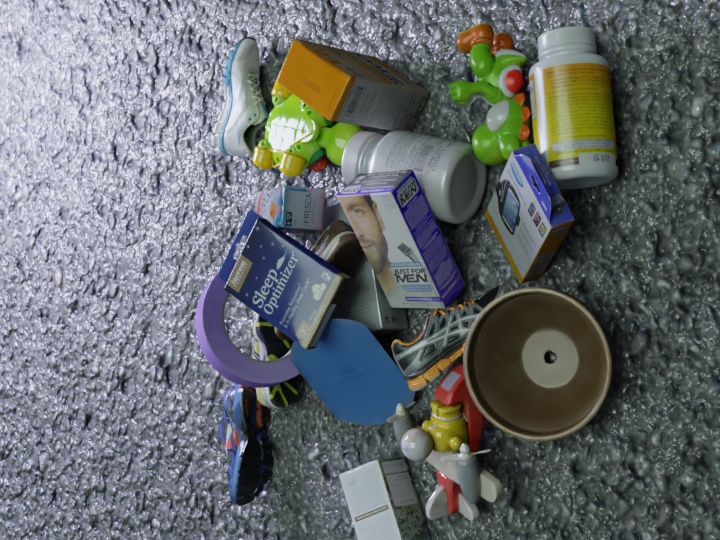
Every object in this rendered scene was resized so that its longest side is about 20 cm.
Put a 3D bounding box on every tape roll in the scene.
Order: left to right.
[{"bbox_3d":[-0.153,0.077,1.804,0.066,0.197,0.203,147,116,-68],"label":"tape roll"}]

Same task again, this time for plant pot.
[{"bbox_3d":[0.244,0.120,1.561,0.198,0.093,0.204,1,94,22],"label":"plant pot"}]

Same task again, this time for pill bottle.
[{"bbox_3d":[0.075,-0.143,1.702,0.198,0.114,0.116,16,97,36],"label":"pill bottle"},{"bbox_3d":[0.282,-0.216,1.557,0.108,0.109,0.203,-8,83,35],"label":"pill bottle"}]

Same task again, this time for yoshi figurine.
[{"bbox_3d":[0.181,-0.231,1.628,0.111,0.112,0.203,-10,68,1],"label":"yoshi figurine"}]

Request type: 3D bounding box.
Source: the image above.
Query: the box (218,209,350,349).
[{"bbox_3d":[-0.121,0.010,1.703,0.199,0.032,0.122,34,106,23],"label":"box"}]

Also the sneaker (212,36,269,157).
[{"bbox_3d":[-0.182,-0.282,1.936,0.086,0.075,0.203,16,104,28],"label":"sneaker"}]

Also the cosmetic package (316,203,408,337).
[{"bbox_3d":[0.000,0.000,1.774,0.101,0.071,0.203,-16,78,37],"label":"cosmetic package"}]

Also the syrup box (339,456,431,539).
[{"bbox_3d":[0.046,0.382,1.711,0.081,0.078,0.202,-26,72,32],"label":"syrup box"}]

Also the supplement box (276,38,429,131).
[{"bbox_3d":[-0.008,-0.270,1.718,0.126,0.199,0.074,38,112,30],"label":"supplement box"}]

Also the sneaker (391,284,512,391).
[{"bbox_3d":[0.130,0.080,1.628,0.199,0.078,0.077,-39,85,-7],"label":"sneaker"}]

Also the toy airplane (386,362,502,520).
[{"bbox_3d":[0.114,0.254,1.629,0.200,0.140,0.201,-45,50,45],"label":"toy airplane"}]

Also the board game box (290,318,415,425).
[{"bbox_3d":[-0.009,0.144,1.753,0.157,0.039,0.201,-24,112,35],"label":"board game box"}]

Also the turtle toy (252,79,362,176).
[{"bbox_3d":[-0.076,-0.210,1.817,0.199,0.100,0.148,20,93,47],"label":"turtle toy"}]

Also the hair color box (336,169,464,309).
[{"bbox_3d":[0.058,-0.042,1.665,0.108,0.065,0.202,0,124,44],"label":"hair color box"}]

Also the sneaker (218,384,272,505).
[{"bbox_3d":[-0.193,0.281,1.908,0.078,0.075,0.203,-10,73,44],"label":"sneaker"}]

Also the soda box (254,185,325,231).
[{"bbox_3d":[-0.112,-0.092,1.804,0.200,0.067,0.065,180,94,-72],"label":"soda box"}]

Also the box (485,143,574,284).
[{"bbox_3d":[0.226,-0.078,1.558,0.201,0.041,0.120,108,141,-64],"label":"box"}]

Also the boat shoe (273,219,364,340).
[{"bbox_3d":[-0.068,0.012,1.746,0.203,0.074,0.075,-51,44,18],"label":"boat shoe"}]

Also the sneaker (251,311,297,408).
[{"bbox_3d":[-0.151,0.122,1.879,0.076,0.075,0.203,-20,67,50],"label":"sneaker"}]
